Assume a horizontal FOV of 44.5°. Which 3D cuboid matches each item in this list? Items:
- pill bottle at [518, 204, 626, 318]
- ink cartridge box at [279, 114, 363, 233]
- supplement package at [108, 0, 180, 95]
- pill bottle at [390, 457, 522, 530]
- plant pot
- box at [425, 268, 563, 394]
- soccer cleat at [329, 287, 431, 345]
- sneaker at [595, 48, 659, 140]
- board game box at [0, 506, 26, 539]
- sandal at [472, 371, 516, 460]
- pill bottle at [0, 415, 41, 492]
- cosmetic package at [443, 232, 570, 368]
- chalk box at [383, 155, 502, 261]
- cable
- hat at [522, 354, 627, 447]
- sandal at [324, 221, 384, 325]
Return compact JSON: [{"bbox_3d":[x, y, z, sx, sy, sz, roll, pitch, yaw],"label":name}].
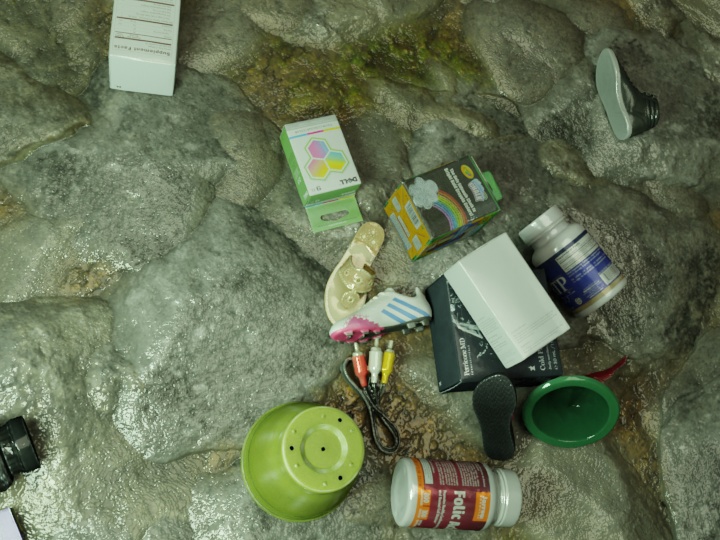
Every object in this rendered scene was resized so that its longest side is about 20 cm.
[{"bbox_3d":[0.398,-0.020,1.671,0.120,0.120,0.200,-36,84,-22],"label":"pill bottle"},{"bbox_3d":[-0.067,-0.180,1.626,0.104,0.059,0.200,-15,77,-19],"label":"ink cartridge box"},{"bbox_3d":[-0.388,-0.436,1.590,0.117,0.117,0.200,5,72,-14],"label":"supplement package"},{"bbox_3d":[0.161,0.378,1.479,0.200,0.114,0.114,6,71,-13],"label":"pill bottle"},{"bbox_3d":[-0.079,0.292,1.398,0.200,0.193,0.201,5,71,-14],"label":"plant pot"},{"bbox_3d":[0.237,0.109,1.585,0.196,0.124,0.200,-3,73,-14],"label":"box"},{"bbox_3d":[0.031,0.078,1.571,0.200,0.070,0.086,-7,68,-24],"label":"soccer cleat"},{"bbox_3d":[0.569,-0.377,1.864,0.099,0.071,0.200,-11,82,-20],"label":"sneaker"},{"bbox_3d":[-0.553,0.474,1.283,0.165,0.057,0.200,-24,81,-20],"label":"board game box"},{"bbox_3d":[0.236,0.247,1.525,0.075,0.200,0.045,3,37,16],"label":"sandal"},{"bbox_3d":[-0.587,0.292,1.302,0.200,0.112,0.112,-21,79,-20],"label":"pill bottle"},{"bbox_3d":[0.248,0.051,1.497,0.113,0.081,0.200,-28,80,-22],"label":"cosmetic package"},{"bbox_3d":[0.168,-0.123,1.640,0.200,0.124,0.125,-22,79,-22],"label":"chalk box"},{"bbox_3d":[0.021,0.218,1.526,0.097,0.050,0.200,-3,73,-13],"label":"cable"},{"bbox_3d":[0.386,0.213,1.632,0.200,0.166,0.176,34,29,-19],"label":"hat"},{"bbox_3d":[-0.005,-0.002,1.580,0.078,0.070,0.212,24,68,-7],"label":"sandal"}]
